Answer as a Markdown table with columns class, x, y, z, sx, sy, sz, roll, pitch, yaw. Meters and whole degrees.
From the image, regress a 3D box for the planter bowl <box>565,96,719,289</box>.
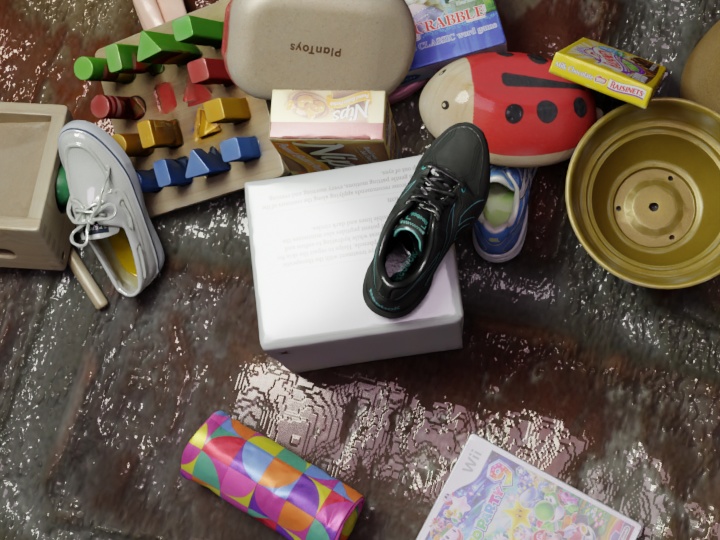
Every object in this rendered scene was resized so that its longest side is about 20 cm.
| class | x | y | z | sx | sy | sz | roll | pitch | yaw |
| --- | --- | --- | --- | --- | --- | --- | --- | --- | --- |
| planter bowl | 0.314 | -0.074 | 1.247 | 0.199 | 0.083 | 0.202 | -1 | 80 | 6 |

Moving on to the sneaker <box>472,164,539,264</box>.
| class | x | y | z | sx | sy | sz | roll | pitch | yaw |
| --- | --- | --- | --- | --- | --- | --- | --- | --- | --- |
| sneaker | 0.158 | -0.111 | 1.279 | 0.075 | 0.077 | 0.201 | 1 | 76 | 9 |

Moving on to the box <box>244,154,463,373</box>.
| class | x | y | z | sx | sy | sz | roll | pitch | yaw |
| --- | --- | --- | --- | --- | --- | --- | --- | --- | --- |
| box | 0.000 | 0.000 | 1.215 | 0.198 | 0.200 | 0.172 | -9 | 77 | 4 |

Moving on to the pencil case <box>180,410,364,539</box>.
| class | x | y | z | sx | sy | sz | roll | pitch | yaw |
| --- | --- | --- | --- | --- | --- | --- | --- | --- | --- |
| pencil case | -0.095 | 0.225 | 1.246 | 0.199 | 0.088 | 0.089 | 29 | 84 | 14 |

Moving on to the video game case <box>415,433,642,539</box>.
| class | x | y | z | sx | sy | sz | roll | pitch | yaw |
| --- | --- | --- | --- | --- | --- | --- | --- | --- | --- |
| video game case | 0.171 | 0.280 | 1.231 | 0.199 | 0.018 | 0.144 | 27 | 84 | 12 |

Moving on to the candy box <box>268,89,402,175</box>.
| class | x | y | z | sx | sy | sz | roll | pitch | yaw |
| --- | --- | --- | --- | --- | --- | --- | --- | --- | --- |
| candy box | -0.021 | -0.133 | 1.243 | 0.115 | 0.200 | 0.056 | 1 | 79 | 7 |

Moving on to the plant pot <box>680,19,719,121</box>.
| class | x | y | z | sx | sy | sz | roll | pitch | yaw |
| --- | --- | --- | --- | --- | --- | --- | --- | --- | --- |
| plant pot | 0.435 | -0.213 | 1.201 | 0.185 | 0.200 | 0.188 | -1 | 79 | 6 |

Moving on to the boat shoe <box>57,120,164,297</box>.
| class | x | y | z | sx | sy | sz | roll | pitch | yaw |
| --- | --- | --- | --- | --- | --- | --- | --- | --- | --- |
| boat shoe | -0.278 | -0.056 | 1.265 | 0.074 | 0.203 | 0.086 | -5 | 33 | 19 |

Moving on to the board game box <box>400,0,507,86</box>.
| class | x | y | z | sx | sy | sz | roll | pitch | yaw |
| --- | --- | --- | --- | --- | --- | --- | --- | --- | --- |
| board game box | 0.040 | -0.305 | 1.299 | 0.199 | 0.041 | 0.201 | -16 | 77 | 5 |

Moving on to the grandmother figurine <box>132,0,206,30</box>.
| class | x | y | z | sx | sy | sz | roll | pitch | yaw |
| --- | --- | --- | --- | --- | --- | --- | --- | --- | --- |
| grandmother figurine | -0.219 | -0.259 | 1.366 | 0.121 | 0.060 | 0.201 | -32 | 73 | 29 |

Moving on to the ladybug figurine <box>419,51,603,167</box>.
| class | x | y | z | sx | sy | sz | roll | pitch | yaw |
| --- | --- | --- | --- | --- | --- | --- | --- | --- | --- |
| ladybug figurine | 0.163 | -0.176 | 1.238 | 0.199 | 0.072 | 0.136 | 0 | 60 | -13 |

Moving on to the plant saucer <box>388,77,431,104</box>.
| class | x | y | z | sx | sy | sz | roll | pitch | yaw |
| --- | --- | --- | --- | --- | --- | --- | --- | --- | --- |
| plant saucer | 0.007 | -0.275 | 1.345 | 0.199 | 0.051 | 0.202 | -2 | 78 | 8 |

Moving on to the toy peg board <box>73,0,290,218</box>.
| class | x | y | z | sx | sy | sz | roll | pitch | yaw |
| --- | --- | --- | --- | --- | --- | --- | --- | --- | --- |
| toy peg board | -0.205 | -0.173 | 1.277 | 0.199 | 0.098 | 0.200 | -15 | 90 | 26 |

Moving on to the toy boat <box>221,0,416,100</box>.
| class | x | y | z | sx | sy | sz | roll | pitch | yaw |
| --- | --- | --- | --- | --- | --- | --- | --- | --- | --- |
| toy boat | -0.044 | -0.247 | 1.223 | 0.199 | 0.131 | 0.131 | 4 | 119 | -11 |

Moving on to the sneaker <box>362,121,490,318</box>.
| class | x | y | z | sx | sy | sz | roll | pitch | yaw |
| --- | --- | --- | --- | --- | --- | --- | --- | --- | --- |
| sneaker | 0.066 | -0.050 | 1.079 | 0.075 | 0.079 | 0.201 | 24 | 78 | 7 |

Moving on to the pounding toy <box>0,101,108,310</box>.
| class | x | y | z | sx | sy | sz | roll | pitch | yaw |
| --- | --- | --- | --- | --- | --- | --- | --- | --- | --- |
| pounding toy | -0.380 | -0.072 | 1.327 | 0.199 | 0.142 | 0.185 | 4 | 65 | 6 |

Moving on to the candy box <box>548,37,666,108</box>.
| class | x | y | z | sx | sy | sz | roll | pitch | yaw |
| --- | --- | --- | --- | --- | --- | --- | --- | --- | --- |
| candy box | 0.260 | -0.208 | 1.229 | 0.102 | 0.200 | 0.027 | 21 | 110 | 11 |
